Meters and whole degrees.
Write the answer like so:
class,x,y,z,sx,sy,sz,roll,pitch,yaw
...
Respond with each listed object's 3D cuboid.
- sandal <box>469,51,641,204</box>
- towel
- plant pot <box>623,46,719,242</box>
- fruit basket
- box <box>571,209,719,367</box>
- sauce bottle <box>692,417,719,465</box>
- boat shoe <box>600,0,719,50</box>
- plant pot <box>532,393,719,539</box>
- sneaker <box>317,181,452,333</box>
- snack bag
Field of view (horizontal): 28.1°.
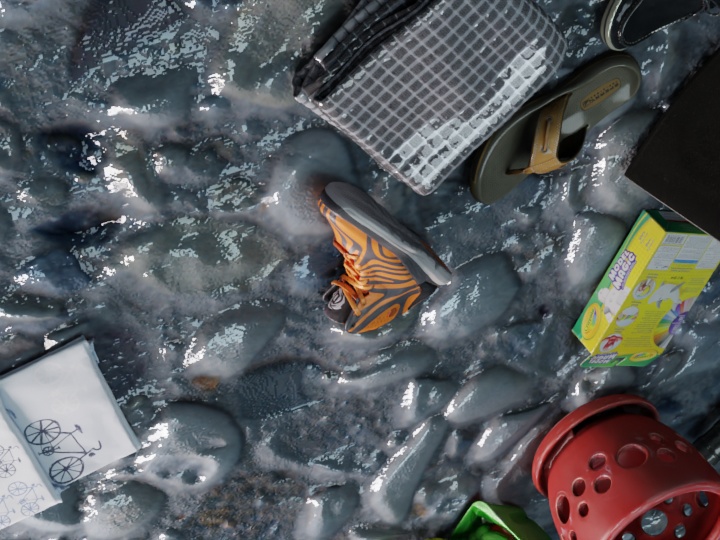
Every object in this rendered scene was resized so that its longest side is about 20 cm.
class,x,y,z,sx,sy,sz,roll,pitch,yaw
sandal,0.189,-0.129,1.360,0.200,0.055,0.082,-33,139,-1
towel,0.061,-0.173,1.213,0.200,0.086,0.166,-44,138,12
plant pot,0.422,-0.123,1.425,0.200,0.200,0.178,4,116,-35
fruit basket,0.128,0.388,1.767,0.216,0.156,0.216,-35,152,-21
box,0.320,0.026,1.603,0.117,0.048,0.200,3,125,-35
sauce bottle,0.514,0.171,1.857,0.200,0.065,0.065,-44,138,14
boat shoe,0.305,-0.264,1.300,0.200,0.062,0.075,-35,141,4
plant pot,0.314,0.261,1.722,0.200,0.183,0.201,-18,138,-18
sneaker,0.000,0.000,1.346,0.112,0.078,0.200,-43,139,9
snack bag,-0.313,0.162,1.343,0.200,0.021,0.189,-26,138,-10
